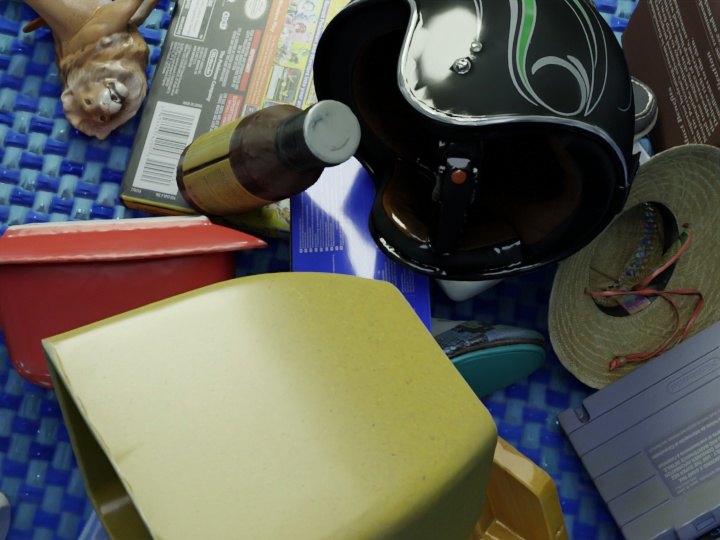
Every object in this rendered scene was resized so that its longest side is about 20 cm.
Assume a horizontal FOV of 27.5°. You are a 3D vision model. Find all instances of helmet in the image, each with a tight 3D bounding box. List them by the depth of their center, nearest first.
[{"bbox_3d":[0.074,-0.109,0.951,0.200,0.200,0.191,-6,49,-7],"label":"helmet"}]

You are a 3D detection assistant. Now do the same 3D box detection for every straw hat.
[{"bbox_3d":[0.185,-0.016,1.065,0.201,0.201,0.085,-31,42,-16],"label":"straw hat"}]

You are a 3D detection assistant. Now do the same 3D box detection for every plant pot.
[{"bbox_3d":[-0.037,0.115,0.832,0.200,0.194,0.196,-27,60,-18],"label":"plant pot"}]

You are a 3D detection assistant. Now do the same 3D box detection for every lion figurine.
[{"bbox_3d":[-0.221,-0.206,1.105,0.122,0.072,0.200,-40,94,7],"label":"lion figurine"}]

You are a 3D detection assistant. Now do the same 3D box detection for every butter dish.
[{"bbox_3d":[-0.163,0.039,1.003,0.199,0.199,0.148,-3,92,-6],"label":"butter dish"}]

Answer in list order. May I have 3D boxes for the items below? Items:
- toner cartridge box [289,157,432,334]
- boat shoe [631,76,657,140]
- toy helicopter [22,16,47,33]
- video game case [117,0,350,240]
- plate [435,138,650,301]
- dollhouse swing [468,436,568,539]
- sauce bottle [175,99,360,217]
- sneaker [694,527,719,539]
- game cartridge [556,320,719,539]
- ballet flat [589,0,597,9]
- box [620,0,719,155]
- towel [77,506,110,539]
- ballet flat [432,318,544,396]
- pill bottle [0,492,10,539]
[{"bbox_3d":[0.000,0.000,1.014,0.095,0.043,0.200,-4,60,4],"label":"toner cartridge box"},{"bbox_3d":[0.132,-0.140,1.109,0.199,0.063,0.073,9,65,-3],"label":"boat shoe"},{"bbox_3d":[-0.210,-0.261,1.150,0.199,0.079,0.133,-10,92,3],"label":"toy helicopter"},{"bbox_3d":[-0.070,-0.125,1.116,0.180,0.026,0.200,12,74,8],"label":"video game case"},{"bbox_3d":[0.102,-0.095,1.140,0.200,0.032,0.200,-28,72,-15],"label":"plate"},{"bbox_3d":[0.092,0.244,0.938,0.176,0.182,0.200,29,67,29],"label":"dollhouse swing"},{"bbox_3d":[-0.062,-0.075,0.986,0.065,0.200,0.065,2,86,-27],"label":"sauce bottle"},{"bbox_3d":[0.269,0.150,1.035,0.112,0.073,0.200,-6,70,-8],"label":"sneaker"},{"bbox_3d":[0.251,0.104,1.021,0.200,0.038,0.130,-30,54,5],"label":"game cartridge"},{"bbox_3d":[0.140,-0.108,1.066,0.074,0.074,0.200,5,105,-3],"label":"ballet flat"},{"bbox_3d":[0.313,-0.166,1.097,0.164,0.200,0.166,-9,70,-9],"label":"box"},{"bbox_3d":[-0.069,0.158,0.965,0.200,0.024,0.147,24,94,-19],"label":"towel"},{"bbox_3d":[0.032,0.069,1.044,0.200,0.074,0.074,-20,71,-16],"label":"ballet flat"},{"bbox_3d":[-0.340,0.150,0.959,0.200,0.113,0.113,27,68,6],"label":"pill bottle"}]
